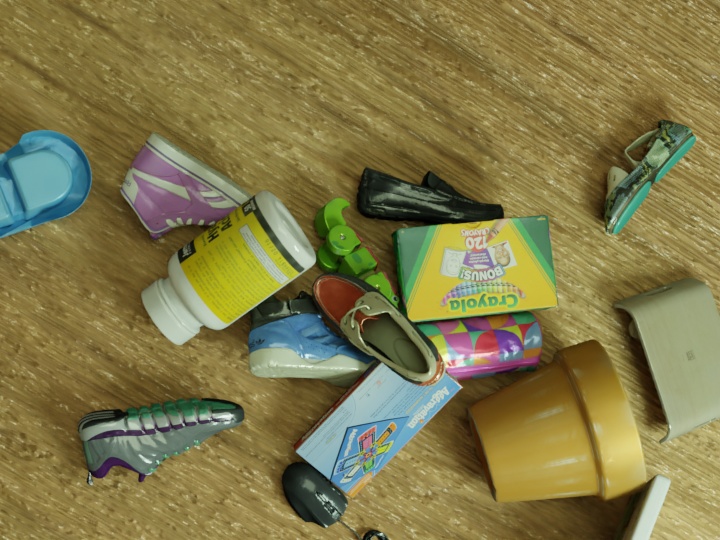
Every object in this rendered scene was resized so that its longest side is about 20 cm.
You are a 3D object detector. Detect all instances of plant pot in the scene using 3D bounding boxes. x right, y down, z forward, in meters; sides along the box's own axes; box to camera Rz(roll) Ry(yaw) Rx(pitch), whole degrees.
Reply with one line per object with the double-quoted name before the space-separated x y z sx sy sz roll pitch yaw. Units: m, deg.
"plant pot" 0.240 0.209 1.605 0.182 0.200 0.201 -17 85 -1

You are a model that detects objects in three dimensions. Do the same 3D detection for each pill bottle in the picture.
"pill bottle" -0.162 0.002 1.536 0.200 0.111 0.112 -36 91 6

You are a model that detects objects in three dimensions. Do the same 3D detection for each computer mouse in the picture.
"computer mouse" -0.021 0.316 1.585 0.200 0.034 0.059 43 72 -5

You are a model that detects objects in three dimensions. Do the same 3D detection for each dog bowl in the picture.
"dog bowl" -0.427 -0.096 1.537 0.199 0.050 0.112 -21 87 -18

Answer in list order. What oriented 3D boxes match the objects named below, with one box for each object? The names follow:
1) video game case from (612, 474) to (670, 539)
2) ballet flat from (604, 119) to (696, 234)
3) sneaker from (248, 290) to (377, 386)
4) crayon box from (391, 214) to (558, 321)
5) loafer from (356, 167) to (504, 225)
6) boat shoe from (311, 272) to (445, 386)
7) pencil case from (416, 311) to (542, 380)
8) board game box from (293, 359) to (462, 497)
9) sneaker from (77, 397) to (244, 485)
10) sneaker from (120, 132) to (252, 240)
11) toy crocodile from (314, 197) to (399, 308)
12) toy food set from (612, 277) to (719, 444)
"video game case" 0.330 0.364 1.597 0.023 0.182 0.201 23 75 8
"ballet flat" 0.384 -0.134 1.764 0.074 0.074 0.200 45 71 -4
"sneaker" -0.048 0.081 1.595 0.199 0.077 0.112 7 67 -25
"crayon box" 0.145 -0.001 1.623 0.199 0.058 0.119 -6 85 -7
"loafer" 0.094 -0.096 1.668 0.199 0.068 0.071 7 87 -10
"boat shoe" 0.017 0.067 1.516 0.200 0.063 0.071 39 95 17
"pencil case" 0.138 0.106 1.639 0.199 0.088 0.089 -10 83 -16
"board game box" 0.021 0.181 1.574 0.103 0.019 0.200 42 98 -17
"sneaker" -0.238 0.207 1.536 0.199 0.074 0.088 -5 99 -8
"sneaker" -0.206 -0.074 1.593 0.200 0.073 0.115 32 93 -13
"toy crocodile" 0.000 0.000 1.615 0.062 0.068 0.200 -26 74 -27
"toy food set" 0.434 0.121 1.737 0.143 0.060 0.201 -16 86 -29
